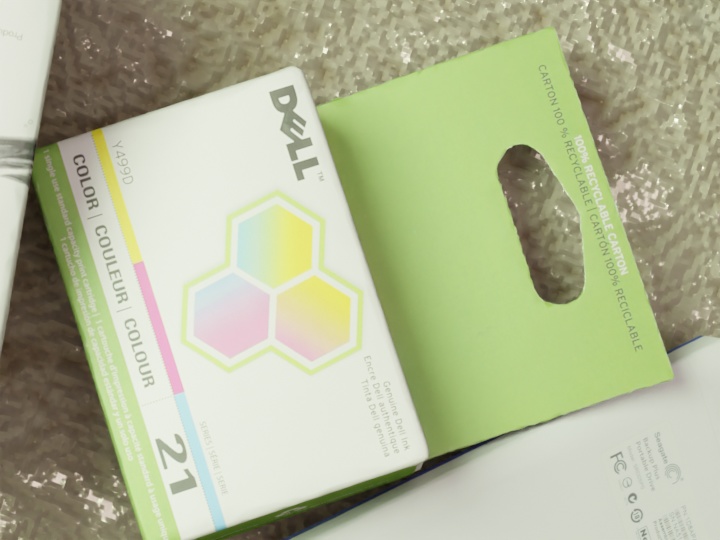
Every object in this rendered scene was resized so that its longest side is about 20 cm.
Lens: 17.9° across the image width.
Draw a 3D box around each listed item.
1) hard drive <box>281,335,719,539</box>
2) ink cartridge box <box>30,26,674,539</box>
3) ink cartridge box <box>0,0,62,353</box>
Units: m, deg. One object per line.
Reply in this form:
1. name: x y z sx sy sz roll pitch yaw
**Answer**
1. hard drive: 0.072 0.125 0.861 0.199 0.025 0.133 -24 102 -20
2. ink cartridge box: 0.000 0.000 0.815 0.199 0.076 0.149 -19 83 -2
3. ink cartridge box: -0.157 -0.033 0.771 0.085 0.146 0.201 8 89 -14
